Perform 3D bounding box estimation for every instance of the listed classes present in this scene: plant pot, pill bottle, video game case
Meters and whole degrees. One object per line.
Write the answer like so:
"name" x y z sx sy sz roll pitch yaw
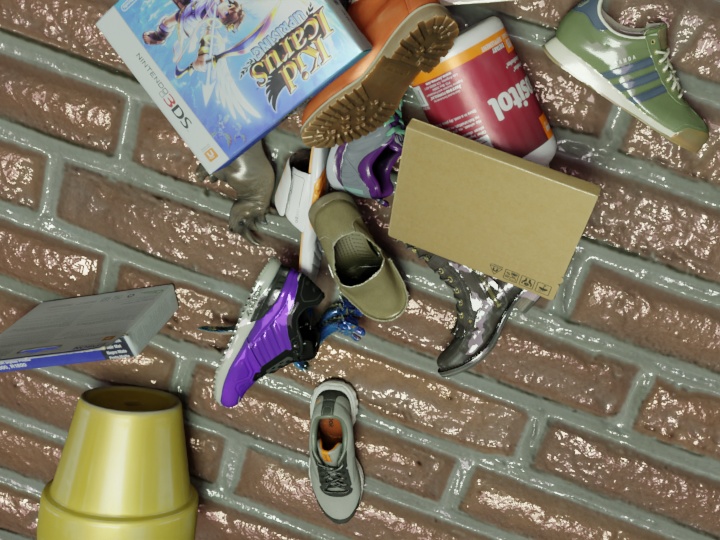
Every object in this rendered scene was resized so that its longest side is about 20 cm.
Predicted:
"plant pot" -0.305 0.257 1.063 0.200 0.201 0.189 8 94 7
"pill bottle" 0.138 -0.155 0.874 0.113 0.113 0.200 -24 104 17
"video game case" -0.121 -0.221 0.777 0.200 0.045 0.181 -34 98 22

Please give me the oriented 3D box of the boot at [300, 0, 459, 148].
"boot" 0.003 -0.213 0.832 0.200 0.075 0.107 -41 59 26

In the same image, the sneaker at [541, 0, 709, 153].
"sneaker" 0.295 -0.211 0.850 0.200 0.067 0.090 34 116 0

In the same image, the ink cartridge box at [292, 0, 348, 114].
"ink cartridge box" -0.066 -0.278 0.847 0.084 0.145 0.200 18 111 6

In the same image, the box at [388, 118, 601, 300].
"box" 0.131 -0.060 0.857 0.200 0.021 0.164 23 141 12

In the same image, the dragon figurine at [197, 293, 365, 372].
"dragon figurine" -0.093 0.062 1.018 0.200 0.059 0.100 17 111 3

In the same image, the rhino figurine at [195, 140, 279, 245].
"rhino figurine" -0.145 -0.121 0.963 0.087 0.060 0.200 -7 109 15

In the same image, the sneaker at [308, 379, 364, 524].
"sneaker" -0.038 0.245 1.064 0.074 0.079 0.201 -1 110 8

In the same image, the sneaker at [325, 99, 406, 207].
"sneaker" 0.029 -0.172 0.888 0.087 0.074 0.200 27 111 35

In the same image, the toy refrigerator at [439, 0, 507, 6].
"toy refrigerator" 0.101 -0.313 0.847 0.199 0.070 0.076 -1 109 9

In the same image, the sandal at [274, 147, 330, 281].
"sandal" -0.073 -0.070 0.958 0.059 0.079 0.207 10 113 5

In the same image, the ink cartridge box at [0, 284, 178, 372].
"ink cartridge box" -0.346 0.080 0.992 0.199 0.200 0.041 -8 108 13

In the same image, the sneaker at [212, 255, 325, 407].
"sneaker" -0.101 0.090 0.960 0.099 0.070 0.200 25 112 -2

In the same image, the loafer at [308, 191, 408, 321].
"loafer" 0.000 0.000 0.942 0.076 0.068 0.200 -28 131 9

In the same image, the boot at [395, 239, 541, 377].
"boot" 0.109 0.008 0.968 0.174 0.069 0.200 40 104 -3
